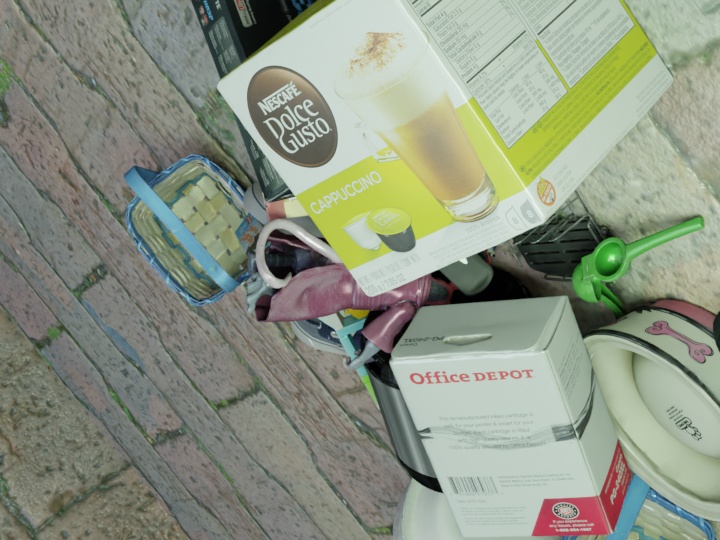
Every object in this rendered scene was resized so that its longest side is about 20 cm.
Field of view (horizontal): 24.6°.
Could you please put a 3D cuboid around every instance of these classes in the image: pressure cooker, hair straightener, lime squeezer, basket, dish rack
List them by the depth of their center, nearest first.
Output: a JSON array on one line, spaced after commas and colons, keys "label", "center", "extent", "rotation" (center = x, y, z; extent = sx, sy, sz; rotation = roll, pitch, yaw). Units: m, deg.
[{"label": "lime squeezer", "center": [0.212, 0.003, 1.340], "extent": [0.070, 0.038, 0.200], "rotation": [19, 154, -1]}, {"label": "hair straightener", "center": [0.040, -0.052, 1.407], "extent": [0.200, 0.041, 0.077], "rotation": [47, -167, -16]}, {"label": "dish rack", "center": [0.127, -0.067, 1.409], "extent": [0.200, 0.055, 0.153], "rotation": [57, 158, -15]}, {"label": "basket", "center": [0.251, 0.274, 1.537], "extent": [0.139, 0.177, 0.200], "rotation": [21, 161, 28]}, {"label": "pressure cooker", "center": [0.102, 0.114, 1.577], "extent": [0.178, 0.176, 0.201], "rotation": [29, 146, 46]}, {"label": "basket", "center": [-0.190, -0.050, 1.901], "extent": [0.176, 0.139, 0.200], "rotation": [50, -170, 1]}]

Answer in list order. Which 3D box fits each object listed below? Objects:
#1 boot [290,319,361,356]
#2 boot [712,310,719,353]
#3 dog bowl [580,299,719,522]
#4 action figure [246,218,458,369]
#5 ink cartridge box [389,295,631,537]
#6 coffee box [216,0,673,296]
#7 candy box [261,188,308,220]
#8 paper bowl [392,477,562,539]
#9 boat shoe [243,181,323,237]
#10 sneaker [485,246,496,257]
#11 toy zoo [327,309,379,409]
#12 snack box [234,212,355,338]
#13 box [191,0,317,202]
[{"label": "boot", "center": [-0.009, 0.048, 1.846], "extent": [0.200, 0.073, 0.091], "rotation": [21, 136, 39]}, {"label": "boot", "center": [0.358, 0.116, 1.232], "extent": [0.198, 0.073, 0.163], "rotation": [27, 151, 44]}, {"label": "dog bowl", "center": [0.274, 0.111, 1.377], "extent": [0.200, 0.074, 0.200], "rotation": [41, 155, 23]}, {"label": "action figure", "center": [0.000, 0.000, 1.455], "extent": [0.199, 0.134, 0.149], "rotation": [5, 149, -6]}, {"label": "ink cartridge box", "center": [0.129, 0.125, 1.395], "extent": [0.145, 0.083, 0.201], "rotation": [-5, 122, 29]}, {"label": "coffee box", "center": [0.060, -0.135, 1.175], "extent": [0.199, 0.200, 0.198], "rotation": [-24, 105, 49]}, {"label": "candy box", "center": [-0.061, -0.135, 1.485], "extent": [0.200, 0.055, 0.116], "rotation": [-86, -14, -68]}, {"label": "paper bowl", "center": [0.138, 0.269, 1.713], "extent": [0.201, 0.200, 0.104], "rotation": [46, 157, 11]}, {"label": "boat shoe", "center": [-0.061, -0.061, 1.766], "extent": [0.073, 0.066, 0.200], "rotation": [20, -167, -38]}, {"label": "sneaker", "center": [0.060, -0.080, 1.501], "extent": [0.078, 0.089, 0.200], "rotation": [-14, 132, 44]}, {"label": "toy zoo", "center": [0.035, 0.039, 1.666], "extent": [0.020, 0.131, 0.200], "rotation": [-93, -22, -61]}, {"label": "snack box", "center": [-0.066, 0.001, 1.767], "extent": [0.116, 0.037, 0.200], "rotation": [34, -174, -19]}, {"label": "box", "center": [-0.038, -0.166, 1.355], "extent": [0.046, 0.159, 0.201], "rotation": [-31, 77, 51]}]
